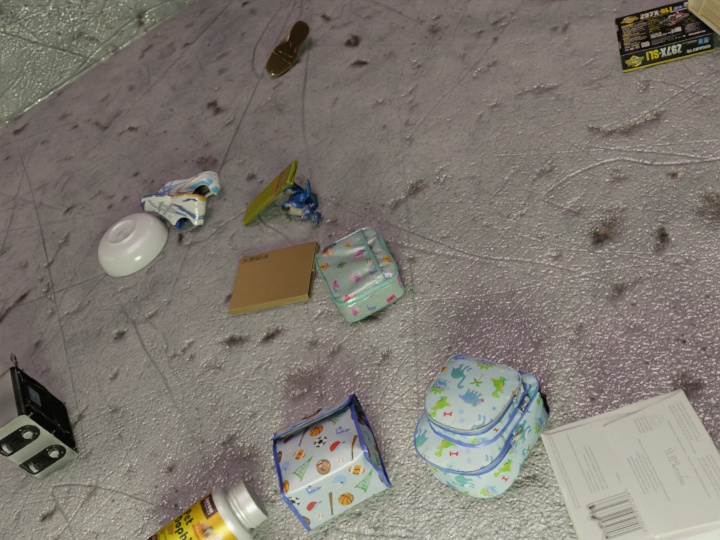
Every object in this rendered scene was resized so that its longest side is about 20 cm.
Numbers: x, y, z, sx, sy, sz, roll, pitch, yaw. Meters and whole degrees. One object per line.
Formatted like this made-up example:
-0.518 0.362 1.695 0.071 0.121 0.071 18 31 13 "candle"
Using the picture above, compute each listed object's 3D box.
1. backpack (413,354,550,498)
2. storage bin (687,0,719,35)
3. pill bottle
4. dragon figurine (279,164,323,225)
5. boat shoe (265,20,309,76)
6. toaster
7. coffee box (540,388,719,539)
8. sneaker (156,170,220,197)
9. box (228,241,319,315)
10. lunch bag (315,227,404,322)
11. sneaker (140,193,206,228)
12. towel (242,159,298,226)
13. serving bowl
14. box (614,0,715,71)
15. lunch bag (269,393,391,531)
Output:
0.182 0.243 1.278 0.182 0.147 0.201 12 59 39 "backpack"
0.836 -0.580 1.694 0.199 0.094 0.199 -12 42 -5 "storage bin"
-0.259 0.447 1.354 0.200 0.109 0.109 -36 43 -6 "pill bottle"
-0.137 -0.178 1.915 0.099 0.059 0.201 -14 45 17 "dragon figurine"
-0.225 -0.668 2.431 0.201 0.072 0.065 -60 13 -14 "boat shoe"
-0.702 0.313 1.673 0.118 0.181 0.200 -35 43 -4 "toaster"
0.380 0.316 1.059 0.199 0.198 0.200 -20 42 8 "coffee box"
-0.462 -0.204 2.116 0.199 0.072 0.073 -18 56 20 "sneaker"
-0.194 0.017 1.789 0.199 0.021 0.164 -12 46 19 "box"
0.000 0.000 1.657 0.160 0.077 0.200 -29 42 2 "lunch bag"
-0.490 -0.152 2.063 0.199 0.075 0.089 2 92 28 "sneaker"
-0.219 -0.187 1.938 0.200 0.018 0.086 -37 28 37 "towel"
-0.603 -0.080 2.077 0.199 0.066 0.201 -15 45 15 "serving bowl"
0.686 -0.537 1.808 0.199 0.049 0.160 -10 44 21 "box"
-0.060 0.309 1.372 0.169 0.124 0.200 -27 29 3 "lunch bag"
